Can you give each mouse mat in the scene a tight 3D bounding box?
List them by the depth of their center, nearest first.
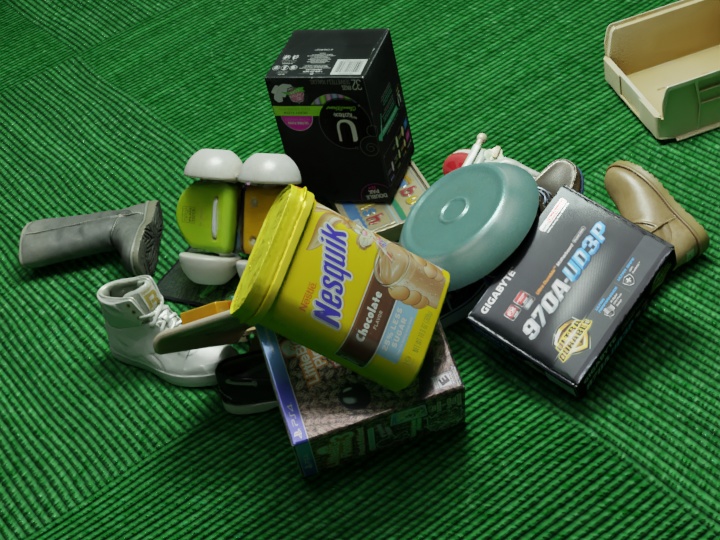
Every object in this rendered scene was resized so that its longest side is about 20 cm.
[{"bbox_3d":[-0.174,-0.017,1.859,0.159,0.008,0.201,9,43,28],"label":"mouse mat"}]

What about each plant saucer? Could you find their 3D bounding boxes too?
[{"bbox_3d":[0.119,-0.062,1.630,0.198,0.036,0.201,-27,36,21],"label":"plant saucer"}]

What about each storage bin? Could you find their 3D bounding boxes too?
[{"bbox_3d":[0.467,-0.290,1.918,0.196,0.095,0.201,-18,38,-5],"label":"storage bin"}]

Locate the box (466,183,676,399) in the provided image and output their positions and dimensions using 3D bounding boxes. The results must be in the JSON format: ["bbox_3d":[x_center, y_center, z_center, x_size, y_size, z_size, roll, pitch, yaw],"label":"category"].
[{"bbox_3d":[0.242,0.022,1.557,0.158,0.046,0.201,33,80,28],"label":"box"}]

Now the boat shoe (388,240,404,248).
[{"bbox_3d":[-0.003,-0.006,1.680,0.201,0.075,0.075,-16,16,49],"label":"boat shoe"}]

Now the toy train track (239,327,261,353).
[{"bbox_3d":[-0.073,0.067,1.672,0.198,0.033,0.115,-11,38,32],"label":"toy train track"}]

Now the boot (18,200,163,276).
[{"bbox_3d":[-0.381,-0.035,1.896,0.197,0.074,0.182,-5,24,2],"label":"boot"}]

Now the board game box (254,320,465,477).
[{"bbox_3d":[0.000,0.112,1.519,0.197,0.097,0.161,-19,62,-5],"label":"board game box"}]

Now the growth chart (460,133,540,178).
[{"bbox_3d":[0.199,-0.074,1.710,0.198,0.018,0.145,31,67,11],"label":"growth chart"}]

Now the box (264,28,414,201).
[{"bbox_3d":[-0.024,-0.209,1.847,0.146,0.202,0.125,3,41,21],"label":"box"}]

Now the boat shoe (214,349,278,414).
[{"bbox_3d":[-0.075,0.116,1.613,0.197,0.061,0.074,-10,37,5],"label":"boat shoe"}]

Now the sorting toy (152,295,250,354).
[{"bbox_3d":[-0.117,0.043,1.566,0.198,0.037,0.184,-23,-8,27],"label":"sorting toy"}]

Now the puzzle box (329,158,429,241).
[{"bbox_3d":[0.026,-0.106,1.888,0.131,0.026,0.201,-20,38,-8],"label":"puzzle box"}]

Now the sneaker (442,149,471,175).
[{"bbox_3d":[0.135,-0.090,1.777,0.114,0.079,0.200,-17,35,-23],"label":"sneaker"}]

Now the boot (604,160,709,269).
[{"bbox_3d":[0.300,-0.033,1.652,0.199,0.067,0.175,-32,55,-21],"label":"boot"}]

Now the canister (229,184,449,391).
[{"bbox_3d":[-0.018,0.021,1.421,0.198,0.086,0.150,27,67,-14],"label":"canister"}]

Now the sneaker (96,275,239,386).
[{"bbox_3d":[-0.243,0.071,1.682,0.197,0.117,0.074,11,42,27],"label":"sneaker"}]

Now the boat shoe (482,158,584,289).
[{"bbox_3d":[0.211,-0.065,1.648,0.072,0.073,0.201,19,63,29],"label":"boat shoe"}]

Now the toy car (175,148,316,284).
[{"bbox_3d":[-0.143,-0.069,1.802,0.197,0.178,0.150,6,7,25],"label":"toy car"}]

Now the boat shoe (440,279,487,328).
[{"bbox_3d":[0.083,0.027,1.666,0.198,0.069,0.074,-29,40,-17],"label":"boat shoe"}]
